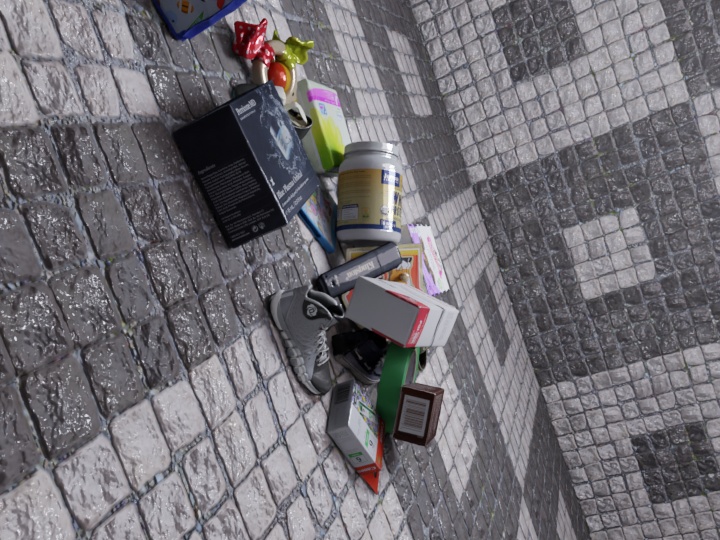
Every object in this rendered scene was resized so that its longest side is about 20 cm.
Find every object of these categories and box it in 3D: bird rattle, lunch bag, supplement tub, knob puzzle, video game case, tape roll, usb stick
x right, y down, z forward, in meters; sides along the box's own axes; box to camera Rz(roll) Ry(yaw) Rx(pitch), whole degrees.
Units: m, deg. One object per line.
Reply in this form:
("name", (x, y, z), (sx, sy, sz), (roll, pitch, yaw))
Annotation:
("bird rattle", (-0.169, -0.408, 1.366), (0.199, 0.109, 0.169), (-30, 117, -66))
("lunch bag", (-0.260, -0.496, 1.103), (0.123, 0.166, 0.206), (-14, 84, -64))
("supplement tub", (0.020, -0.160, 1.471), (0.144, 0.140, 0.207), (11, 80, -66))
("knob puzzle", (0.053, 0.051, 1.455), (0.224, 0.216, 0.030), (65, -14, -16))
("video game case", (-0.103, -0.152, 1.425), (0.201, 0.017, 0.146), (54, 27, -40))
("tape roll", (0.077, 0.229, 1.409), (0.200, 0.047, 0.207), (11, 89, -76))
("usb stick", (0.000, 0.000, 1.383), (0.196, 0.032, 0.057), (-25, 103, -28))

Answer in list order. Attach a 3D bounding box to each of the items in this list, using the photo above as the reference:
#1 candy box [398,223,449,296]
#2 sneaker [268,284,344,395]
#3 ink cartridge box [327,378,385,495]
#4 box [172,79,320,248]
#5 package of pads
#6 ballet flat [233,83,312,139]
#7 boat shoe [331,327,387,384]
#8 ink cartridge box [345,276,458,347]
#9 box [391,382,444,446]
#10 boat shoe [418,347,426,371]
("candy box", (0.132, -0.017, 1.606), (0.199, 0.070, 0.173), (-8, 80, -69))
("sneaker", (-0.068, 0.115, 1.164), (0.204, 0.113, 0.075), (64, 22, -17))
("ink cartridge box", (0.009, 0.314, 1.289), (0.202, 0.049, 0.110), (58, 25, -31))
("box", (-0.177, -0.178, 1.128), (0.204, 0.115, 0.198), (64, 22, -17))
("package of pads", (-0.082, -0.313, 1.543), (0.154, 0.067, 0.206), (-10, 83, -68))
("ballet flat", (-0.159, -0.316, 1.325), (0.199, 0.067, 0.070), (23, 47, -57))
("boat shoe", (0.025, 0.171, 1.385), (0.199, 0.091, 0.077), (38, 38, -55))
("ink cartridge box", (0.084, 0.082, 1.332), (0.198, 0.144, 0.085), (11, 103, -60))
("box", (0.118, 0.281, 1.369), (0.200, 0.073, 0.103), (32, 69, -74))
("boat shoe", (0.131, 0.162, 1.585), (0.205, 0.059, 0.073), (92, 21, -50))
